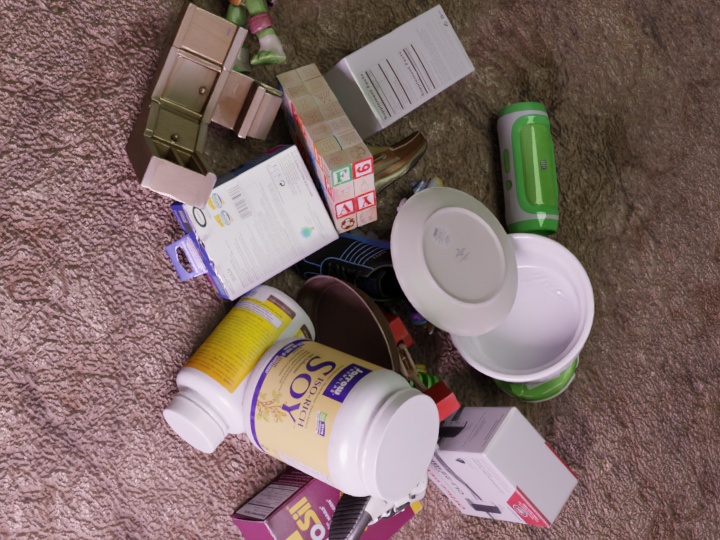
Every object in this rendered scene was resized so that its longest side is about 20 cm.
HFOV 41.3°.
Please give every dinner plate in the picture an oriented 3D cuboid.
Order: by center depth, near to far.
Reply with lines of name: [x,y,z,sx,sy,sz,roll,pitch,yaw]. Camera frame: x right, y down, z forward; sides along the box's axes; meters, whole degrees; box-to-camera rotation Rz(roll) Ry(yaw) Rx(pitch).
dinner plate: [0.128,-0.016,1.222,0.198,0.024,0.203,12,65,-26]

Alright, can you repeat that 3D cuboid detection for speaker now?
speaker: [0.263,-0.156,1.498,0.087,0.088,0.203,1,80,-31]

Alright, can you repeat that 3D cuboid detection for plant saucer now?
plant saucer: [-0.013,0.098,1.213,0.034,0.199,0.203,-21,92,-35]

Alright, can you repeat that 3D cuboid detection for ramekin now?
ramekin: [0.221,0.059,1.308,0.098,0.197,0.204,45,49,-68]

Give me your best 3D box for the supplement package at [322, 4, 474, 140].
supplement package: [0.045,-0.277,1.371,0.199,0.113,0.110,-36,99,-30]

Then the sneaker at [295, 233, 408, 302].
sneaker: [0.000,0.000,1.248,0.078,0.197,0.071,-57,145,-58]

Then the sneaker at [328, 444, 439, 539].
sneaker: [0.037,0.270,1.164,0.088,0.074,0.201,43,61,-15]

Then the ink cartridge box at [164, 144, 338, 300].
ink cartridge box: [-0.147,-0.056,1.209,0.199,0.076,0.138,-31,105,-19]

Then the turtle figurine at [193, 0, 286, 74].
turtle figurine: [-0.175,-0.361,1.238,0.142,0.200,0.197,-11,91,2]

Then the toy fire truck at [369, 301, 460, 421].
toy fire truck: [0.051,0.109,1.266,0.048,0.200,0.142,-34,112,-5]

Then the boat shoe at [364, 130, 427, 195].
boat shoe: [0.016,-0.147,1.352,0.200,0.075,0.074,-42,99,-31]

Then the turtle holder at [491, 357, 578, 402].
turtle holder: [0.238,0.110,1.413,0.185,0.132,0.142,36,88,23]

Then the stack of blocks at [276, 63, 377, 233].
stack of blocks: [-0.045,-0.162,1.255,0.058,0.116,0.201,-20,53,-11]

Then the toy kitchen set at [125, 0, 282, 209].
toy kitchen set: [-0.163,-0.187,1.146,0.161,0.181,0.202,20,103,-25]

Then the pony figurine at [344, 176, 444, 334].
pony figurine: [0.082,-0.035,1.342,0.193,0.165,0.201,47,46,-24]

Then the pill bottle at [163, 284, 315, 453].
pill bottle: [-0.151,0.122,1.177,0.109,0.109,0.201,47,61,-15]

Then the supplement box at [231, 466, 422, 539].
supplement box: [-0.040,0.306,1.214,0.199,0.103,0.132,-36,100,-31]

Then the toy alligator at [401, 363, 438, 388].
toy alligator: [0.043,0.154,1.322,0.198,0.054,0.060,11,75,-29]

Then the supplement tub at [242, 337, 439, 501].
supplement tub: [-0.024,0.171,1.103,0.145,0.198,0.148,-24,122,-46]

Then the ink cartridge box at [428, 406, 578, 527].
ink cartridge box: [0.172,0.262,1.297,0.145,0.199,0.084,48,65,-15]
